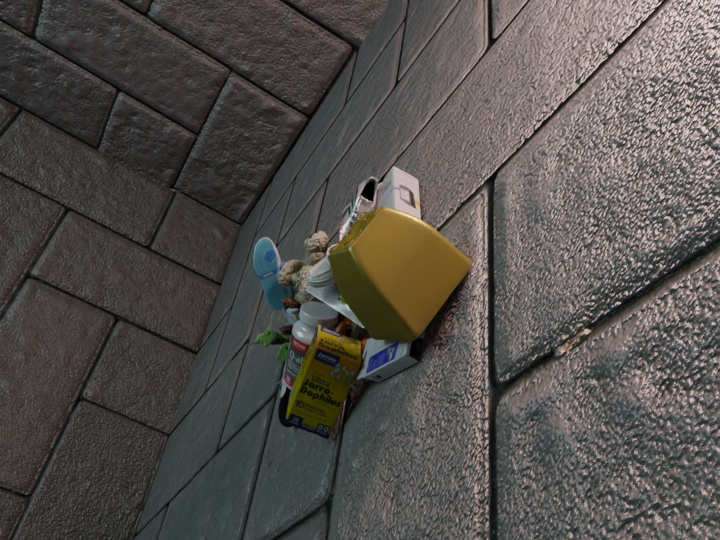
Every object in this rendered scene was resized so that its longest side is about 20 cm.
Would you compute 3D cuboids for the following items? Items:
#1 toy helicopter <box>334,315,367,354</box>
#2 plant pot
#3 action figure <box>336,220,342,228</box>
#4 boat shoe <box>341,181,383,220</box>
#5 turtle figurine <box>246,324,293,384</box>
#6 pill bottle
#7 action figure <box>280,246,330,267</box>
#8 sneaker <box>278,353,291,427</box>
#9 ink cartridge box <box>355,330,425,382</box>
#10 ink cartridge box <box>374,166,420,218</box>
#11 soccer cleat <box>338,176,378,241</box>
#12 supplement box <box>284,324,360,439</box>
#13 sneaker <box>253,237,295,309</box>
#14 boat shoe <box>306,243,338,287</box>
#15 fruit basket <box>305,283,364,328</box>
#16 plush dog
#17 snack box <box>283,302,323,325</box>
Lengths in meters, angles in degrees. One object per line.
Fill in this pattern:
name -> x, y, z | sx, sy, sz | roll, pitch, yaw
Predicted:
toy helicopter -> -0.005, 0.117, 1.594 | 0.202, 0.078, 0.132 | -60, 7, -24
plant pot -> 0.054, -0.007, 1.285 | 0.195, 0.200, 0.195 | -49, 13, -19
action figure -> -0.004, -0.134, 1.885 | 0.201, 0.116, 0.056 | -80, 12, -62
boat shoe -> 0.035, -0.185, 1.798 | 0.201, 0.075, 0.065 | -38, 8, 1
turtle figurine -> -0.236, 0.237, 1.891 | 0.194, 0.196, 0.147 | 61, -170, -78
pill bottle -> -0.117, 0.188, 1.615 | 0.116, 0.113, 0.205 | -112, 32, -67
action figure -> -0.130, -0.026, 1.896 | 0.193, 0.195, 0.107 | 140, 140, -67
sneaker -> -0.173, 0.303, 1.748 | 0.088, 0.072, 0.206 | 178, 102, -81
ink cartridge box -> 0.062, 0.163, 1.364 | 0.199, 0.039, 0.101 | -36, 33, 53
ink cartridge box -> 0.078, -0.135, 1.648 | 0.148, 0.084, 0.203 | -53, 22, 35
soccer cleat -> -0.003, -0.139, 1.646 | 0.085, 0.067, 0.204 | 135, 157, -67
supplement box -> -0.082, 0.246, 1.474 | 0.110, 0.106, 0.204 | -92, 23, -69
sneaker -> -0.242, 0.008, 1.901 | 0.130, 0.078, 0.205 | -5, -98, -80
boat shoe -> -0.045, -0.031, 1.486 | 0.197, 0.070, 0.072 | -26, 46, 16
fruit basket -> -0.006, 0.017, 1.537 | 0.198, 0.094, 0.187 | 26, 74, 41
plush dog -> -0.121, 0.028, 1.739 | 0.200, 0.159, 0.173 | -43, 18, 30
snack box -> -0.129, 0.101, 1.830 | 0.140, 0.054, 0.200 | -26, 10, -13
